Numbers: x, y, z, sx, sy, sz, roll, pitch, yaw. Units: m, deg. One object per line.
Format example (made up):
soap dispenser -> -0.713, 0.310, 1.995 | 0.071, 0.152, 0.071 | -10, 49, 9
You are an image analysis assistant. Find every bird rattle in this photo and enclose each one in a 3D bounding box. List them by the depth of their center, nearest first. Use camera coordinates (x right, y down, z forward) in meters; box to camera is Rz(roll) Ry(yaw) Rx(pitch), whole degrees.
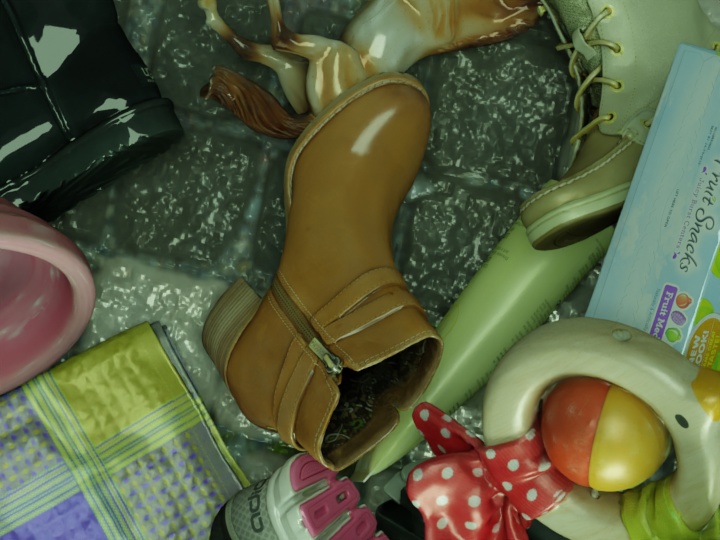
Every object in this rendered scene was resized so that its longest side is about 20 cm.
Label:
bird rattle -> 0.117, 0.092, 1.367 | 0.199, 0.113, 0.164 | 25, 128, 25

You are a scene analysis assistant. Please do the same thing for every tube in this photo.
tube -> 0.060, 0.040, 1.502 | 0.052, 0.058, 0.200 | 34, 82, 39

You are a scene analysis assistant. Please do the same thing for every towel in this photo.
towel -> -0.163, 0.130, 1.510 | 0.199, 0.023, 0.144 | -26, 91, -4

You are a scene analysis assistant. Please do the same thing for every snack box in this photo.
snack box -> 0.206, -0.009, 1.447 | 0.067, 0.200, 0.170 | 18, 88, 34

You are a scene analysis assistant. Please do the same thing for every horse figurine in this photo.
horse figurine -> -0.002, -0.138, 1.506 | 0.200, 0.050, 0.133 | -42, 108, -12

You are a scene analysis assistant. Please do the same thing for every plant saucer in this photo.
plant saucer -> -0.241, 0.016, 1.434 | 0.199, 0.201, 0.051 | -17, 63, -4

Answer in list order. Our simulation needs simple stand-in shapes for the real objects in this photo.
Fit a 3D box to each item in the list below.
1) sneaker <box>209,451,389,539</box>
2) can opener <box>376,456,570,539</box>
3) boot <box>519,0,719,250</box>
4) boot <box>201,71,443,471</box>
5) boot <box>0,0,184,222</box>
sneaker -> -0.016, 0.190, 1.492 | 0.087, 0.074, 0.200 | -17, 114, 34
can opener -> 0.087, 0.157, 1.459 | 0.052, 0.200, 0.067 | -22, 125, -32
boot -> 0.126, -0.109, 1.472 | 0.200, 0.072, 0.155 | -32, 92, -40
boot -> 0.000, 0.000, 1.447 | 0.077, 0.155, 0.200 | 37, 91, -33
boot -> -0.211, -0.104, 1.490 | 0.199, 0.076, 0.169 | -29, 79, 10
